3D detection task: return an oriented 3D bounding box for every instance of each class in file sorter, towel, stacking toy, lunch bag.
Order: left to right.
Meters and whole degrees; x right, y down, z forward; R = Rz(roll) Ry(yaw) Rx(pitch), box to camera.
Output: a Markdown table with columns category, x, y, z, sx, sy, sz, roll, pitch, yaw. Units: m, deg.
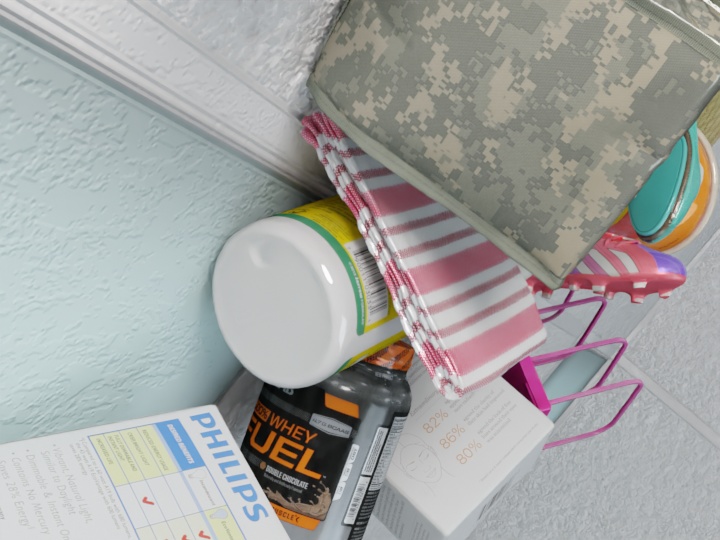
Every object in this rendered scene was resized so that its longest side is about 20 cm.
| category | x | y | z | sx | sy | sz | roll | pitch | yaw |
| --- | --- | --- | --- | --- | --- | --- | --- | --- | --- |
| towel | 0.048 | -0.022 | 0.692 | 0.030 | 0.201 | 0.146 | -29 | 173 | 34 |
| lunch bag | 0.083 | -0.119 | 0.580 | 0.164 | 0.199 | 0.118 | -57 | 174 | 33 |
| file sorter | 0.185 | 0.069 | 1.076 | 0.124 | 0.201 | 0.139 | -12 | 151 | -14 |
| stacking toy | 0.232 | -0.085 | 0.998 | 0.199 | 0.146 | 0.147 | -1 | 131 | -43 |

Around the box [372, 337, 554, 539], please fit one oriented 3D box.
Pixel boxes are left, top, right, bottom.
| category | x | y | z | sx | sy | sz | roll | pitch | yaw |
| --- | --- | --- | --- | --- | --- | --- | --- | --- | --- |
| box | 0.052 | 0.147 | 0.989 | 0.152 | 0.200 | 0.107 | -39 | 157 | -24 |

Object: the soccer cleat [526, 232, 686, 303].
| category | x | y | z | sx | sy | sz | roll | pitch | yaw |
| --- | --- | --- | --- | --- | --- | --- | --- | --- | --- |
| soccer cleat | 0.204 | -0.014 | 0.945 | 0.066 | 0.199 | 0.077 | 15 | 80 | -35 |

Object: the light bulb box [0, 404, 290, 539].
| category | x | y | z | sx | sy | sz | roll | pitch | yaw |
| --- | --- | --- | --- | --- | --- | --- | --- | --- | --- |
| light bulb box | -0.146 | 0.203 | 0.609 | 0.199 | 0.199 | 0.125 | -5 | 137 | -40 |

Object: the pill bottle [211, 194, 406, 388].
| category | x | y | z | sx | sy | sz | roll | pitch | yaw |
| --- | --- | --- | --- | --- | --- | --- | --- | --- | --- |
| pill bottle | 0.000 | 0.000 | 0.738 | 0.199 | 0.113 | 0.113 | -23 | 148 | -51 |

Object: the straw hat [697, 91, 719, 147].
| category | x | y | z | sx | sy | sz | roll | pitch | yaw |
| --- | --- | --- | --- | --- | --- | --- | --- | --- | --- |
| straw hat | 0.318 | -0.182 | 1.114 | 0.202 | 0.085 | 0.201 | -57 | -172 | 13 |

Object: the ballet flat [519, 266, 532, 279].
| category | x | y | z | sx | sy | sz | roll | pitch | yaw |
| --- | --- | --- | --- | --- | --- | --- | --- | --- | --- |
| ballet flat | 0.131 | -0.036 | 0.923 | 0.068 | 0.068 | 0.201 | -55 | 153 | -55 |

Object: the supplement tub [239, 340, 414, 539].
| category | x | y | z | sx | sy | sz | roll | pitch | yaw |
| --- | --- | --- | --- | --- | --- | --- | --- | --- | --- |
| supplement tub | -0.033 | 0.141 | 0.865 | 0.122 | 0.122 | 0.201 | 17 | 93 | -69 |

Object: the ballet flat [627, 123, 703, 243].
| category | x | y | z | sx | sy | sz | roll | pitch | yaw |
| --- | --- | --- | --- | --- | --- | --- | --- | --- | --- |
| ballet flat | 0.281 | -0.113 | 0.944 | 0.070 | 0.202 | 0.067 | 20 | 154 | -35 |
